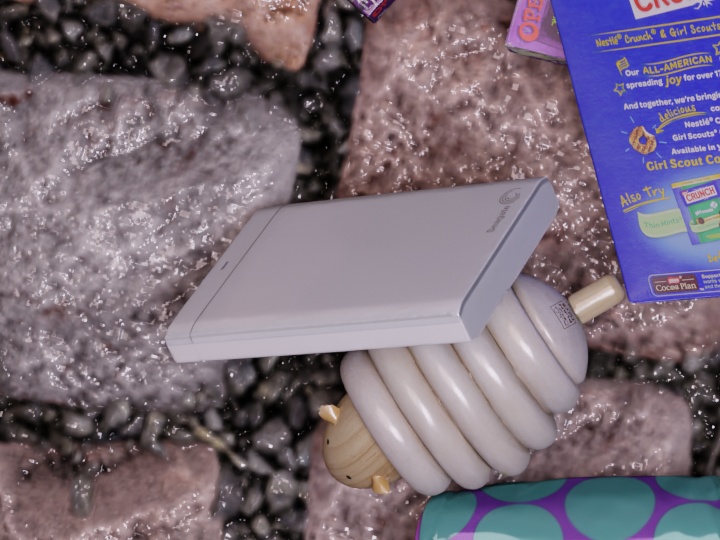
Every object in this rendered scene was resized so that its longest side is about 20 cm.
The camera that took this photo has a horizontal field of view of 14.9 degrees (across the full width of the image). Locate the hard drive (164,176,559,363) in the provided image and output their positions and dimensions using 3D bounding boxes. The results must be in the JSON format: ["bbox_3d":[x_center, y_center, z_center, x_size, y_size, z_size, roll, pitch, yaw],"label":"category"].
[{"bbox_3d":[0.000,0.000,1.568,0.200,0.132,0.027,-5,123,33],"label":"hard drive"}]

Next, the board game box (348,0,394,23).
[{"bbox_3d":[-0.025,-0.260,1.672,0.200,0.032,0.120,43,90,11],"label":"board game box"}]

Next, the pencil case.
[{"bbox_3d":[0.134,0.165,1.580,0.200,0.085,0.093,-4,119,10],"label":"pencil case"}]

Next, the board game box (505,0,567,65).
[{"bbox_3d":[0.170,-0.211,1.621,0.120,0.032,0.200,16,88,7],"label":"board game box"}]

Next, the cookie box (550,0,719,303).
[{"bbox_3d":[0.214,-0.092,1.528,0.171,0.075,0.200,-5,109,33],"label":"cookie box"}]

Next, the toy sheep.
[{"bbox_3d":[0.063,0.059,1.578,0.200,0.138,0.138,-37,80,6],"label":"toy sheep"}]
